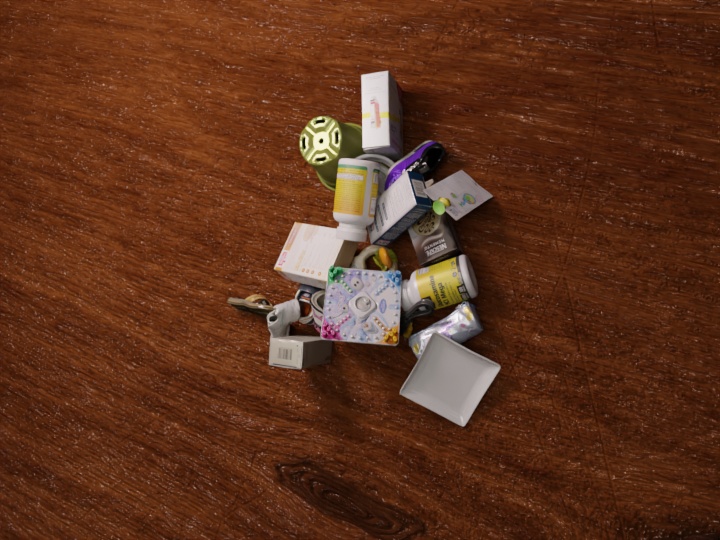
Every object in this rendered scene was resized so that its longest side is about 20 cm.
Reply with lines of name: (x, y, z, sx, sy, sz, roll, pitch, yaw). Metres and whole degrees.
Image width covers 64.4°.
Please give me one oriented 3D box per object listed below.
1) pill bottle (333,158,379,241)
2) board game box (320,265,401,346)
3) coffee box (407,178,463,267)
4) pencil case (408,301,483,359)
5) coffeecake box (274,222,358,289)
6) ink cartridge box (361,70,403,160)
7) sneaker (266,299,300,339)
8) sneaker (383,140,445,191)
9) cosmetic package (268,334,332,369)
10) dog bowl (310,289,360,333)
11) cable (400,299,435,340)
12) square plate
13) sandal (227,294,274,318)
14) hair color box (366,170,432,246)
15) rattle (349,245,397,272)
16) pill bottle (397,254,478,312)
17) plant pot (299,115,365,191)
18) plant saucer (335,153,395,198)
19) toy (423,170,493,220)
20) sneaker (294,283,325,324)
pill bottle: (-0.013, -0.182, 1.490, 0.110, 0.112, 0.206, 9, 97, 21)
board game box: (0.005, 0.084, 1.449, 0.194, 0.026, 0.205, 5, 62, 1)
coffee box: (0.185, -0.121, 1.523, 0.111, 0.080, 0.205, -23, 74, 18)
pencil case: (0.222, 0.163, 1.486, 0.198, 0.091, 0.084, -35, 34, 17)
coffeecake box: (-0.125, -0.041, 1.604, 0.196, 0.073, 0.157, 11, 70, 34)
ink cartridge box: (0.062, -0.417, 1.568, 0.081, 0.145, 0.206, -2, 85, 19)
sneaker: (-0.237, 0.152, 1.640, 0.071, 0.078, 0.202, 64, 143, 33)
sneaker: (0.147, -0.270, 1.516, 0.200, 0.070, 0.099, -45, 27, -4)
cosmetic package: (-0.161, 0.222, 1.574, 0.102, 0.199, 0.073, 4, 88, 22)
dog bowl: (-0.043, 0.122, 1.548, 0.196, 0.199, 0.076, 16, 110, 21)
cable: (0.121, 0.115, 1.494, 0.096, 0.051, 0.201, 32, 135, -3)
square plate: (0.227, 0.276, 1.464, 0.194, 0.029, 0.203, 26, 109, -2)
sandal: (-0.313, 0.100, 1.720, 0.195, 0.081, 0.055, 11, 68, 26)
hair color box: (0.093, -0.157, 1.487, 0.199, 0.059, 0.102, -39, 56, 44)
rattle: (0.000, 0.000, 1.566, 0.194, 0.143, 0.134, -3, 103, 15)
pill bottle: (0.199, 0.042, 1.493, 0.196, 0.112, 0.115, -20, 79, 19)
plant pot: (-0.076, -0.337, 1.594, 0.195, 0.183, 0.207, -2, 85, 21)
plant saucer: (0.026, -0.224, 1.587, 0.194, 0.050, 0.206, -3, 109, -9)
toy: (0.246, -0.185, 1.471, 0.115, 0.198, 0.048, 43, 131, 16)
sneaker: (-0.136, 0.056, 1.644, 0.077, 0.079, 0.206, 11, 88, 23)
